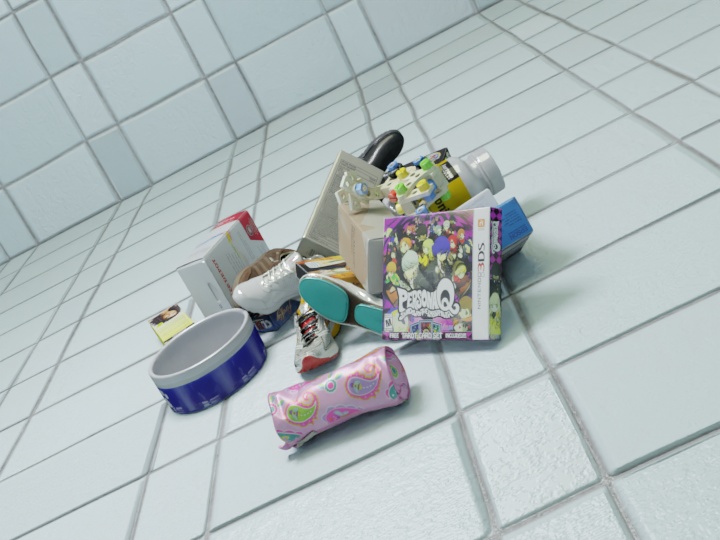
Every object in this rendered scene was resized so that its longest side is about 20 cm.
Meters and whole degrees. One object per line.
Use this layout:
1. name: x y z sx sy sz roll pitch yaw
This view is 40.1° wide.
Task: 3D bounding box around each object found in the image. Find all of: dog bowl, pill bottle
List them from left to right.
1. dog bowl: -0.263 0.155 1.707 0.197 0.080 0.201 -25 20 10
2. pill bottle: 0.145 -0.124 1.690 0.198 0.113 0.111 -32 20 -2

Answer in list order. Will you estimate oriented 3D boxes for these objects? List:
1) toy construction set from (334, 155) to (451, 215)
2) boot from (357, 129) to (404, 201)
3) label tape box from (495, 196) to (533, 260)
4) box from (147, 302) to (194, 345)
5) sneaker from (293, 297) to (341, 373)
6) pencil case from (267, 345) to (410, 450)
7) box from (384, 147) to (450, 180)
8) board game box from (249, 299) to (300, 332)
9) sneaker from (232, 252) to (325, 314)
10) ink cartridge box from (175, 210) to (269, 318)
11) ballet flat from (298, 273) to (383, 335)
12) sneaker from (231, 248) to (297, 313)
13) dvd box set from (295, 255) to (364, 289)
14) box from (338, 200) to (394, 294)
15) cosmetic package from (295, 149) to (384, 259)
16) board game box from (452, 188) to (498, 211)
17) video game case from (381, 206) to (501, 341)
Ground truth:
1. toy construction set: 0.060 -0.126 1.578 0.197 0.093 0.132 8 49 39
2. boot: 0.049 -0.174 1.991 0.164 0.065 0.202 -41 39 15
3. label tape box: 0.184 -0.030 1.546 0.142 0.064 0.200 -30 -10 -5
4. box: -0.369 0.122 1.974 0.075 0.051 0.199 -33 21 -14
5. sneaker: -0.082 0.098 1.597 0.077 0.083 0.201 -24 21 10
6. pencil case: -0.031 0.175 1.347 0.197 0.089 0.088 -25 20 13
7. box: 0.095 -0.178 2.089 0.197 0.045 0.161 -20 23 23
8. board game box: -0.154 0.048 1.887 0.134 0.035 0.200 -10 27 43
9. sneaker: -0.139 0.011 1.762 0.197 0.101 0.078 -16 49 -36
10. ink cartridge box: -0.266 -0.005 2.000 0.082 0.148 0.201 -16 22 31
11. ballet flat: -0.005 0.053 1.555 0.197 0.071 0.069 20 43 24
12. sneaker: -0.173 0.012 1.846 0.074 0.071 0.201 -11 27 27
13. dvd box set: 0.000 0.000 1.689 0.196 0.030 0.146 -9 16 -17
14. box: 0.023 -0.041 1.601 0.076 0.097 0.200 -5 19 -13
15. cosmetic package: -0.039 -0.111 1.881 0.203 0.102 0.087 -67 5 -24
16. board game box: 0.166 -0.069 1.592 0.125 0.035 0.200 -33 -10 6
17. video game case: 0.114 0.009 1.416 0.197 0.186 0.035 -3 -6 43
